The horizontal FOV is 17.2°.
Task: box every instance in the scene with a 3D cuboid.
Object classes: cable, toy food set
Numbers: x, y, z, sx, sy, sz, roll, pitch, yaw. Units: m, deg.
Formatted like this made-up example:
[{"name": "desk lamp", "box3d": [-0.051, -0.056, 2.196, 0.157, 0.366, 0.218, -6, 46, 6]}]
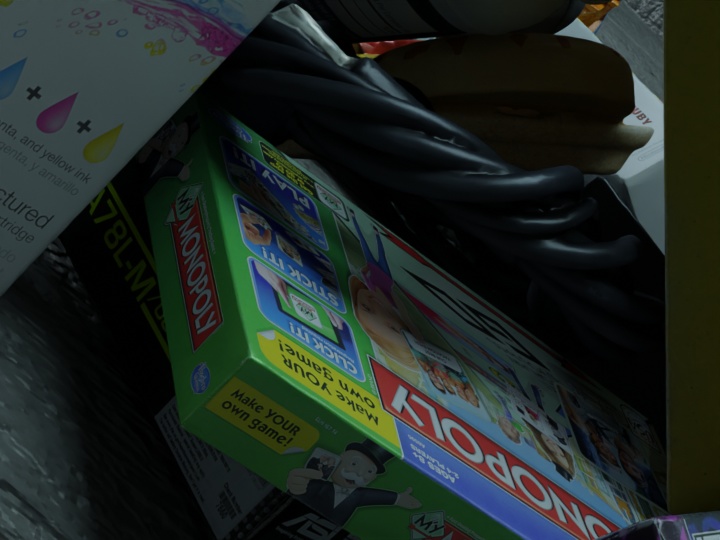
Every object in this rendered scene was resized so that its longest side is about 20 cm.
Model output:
[{"name": "cable", "box3d": [0.028, -0.030, 0.717, 0.163, 0.051, 0.200, 30, -6, 45]}, {"name": "toy food set", "box3d": [0.012, -0.065, 0.902, 0.198, 0.049, 0.200, 4, 4, 14]}]

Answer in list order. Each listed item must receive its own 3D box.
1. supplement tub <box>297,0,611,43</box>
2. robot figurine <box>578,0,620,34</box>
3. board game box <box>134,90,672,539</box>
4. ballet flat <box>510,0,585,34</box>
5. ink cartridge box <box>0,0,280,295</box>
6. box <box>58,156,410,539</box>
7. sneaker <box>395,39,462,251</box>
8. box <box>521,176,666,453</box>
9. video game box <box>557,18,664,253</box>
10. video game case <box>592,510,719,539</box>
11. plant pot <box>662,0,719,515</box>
[{"name": "supplement tub", "box3d": [-0.003, -0.145, 0.787, 0.140, 0.200, 0.141, 6, 83, -63]}, {"name": "robot figurine", "box3d": [0.048, -0.137, 1.214, 0.145, 0.200, 0.058, 42, 56, -9]}, {"name": "board game box", "box3d": [0.025, 0.043, 0.672, 0.200, 0.029, 0.135, 35, 20, -29]}, {"name": "ballet flat", "box3d": [-0.004, -0.124, 0.929, 0.200, 0.073, 0.073, 14, -8, 37]}, {"name": "ink cartridge box", "box3d": [-0.092, -0.121, 0.639, 0.128, 0.200, 0.125, 34, 18, -38]}, {"name": "box", "box3d": [-0.009, 0.034, 0.762, 0.193, 0.048, 0.200, 29, 22, -46]}, {"name": "sneaker", "box3d": [0.013, -0.078, 1.100, 0.200, 0.078, 0.086, 56, 4, 12]}, {"name": "box", "box3d": [0.127, 0.065, 0.923, 0.200, 0.079, 0.141, 53, 3, 4]}, {"name": "video game box", "box3d": [0.120, -0.023, 1.118, 0.182, 0.047, 0.200, 51, -13, 48]}, {"name": "video game case", "box3d": [0.152, 0.159, 0.646, 0.181, 0.036, 0.200, 1, 66, -46]}, {"name": "plant pot", "box3d": [0.187, -0.051, 0.731, 0.200, 0.176, 0.200, -63, 152, -66]}]
